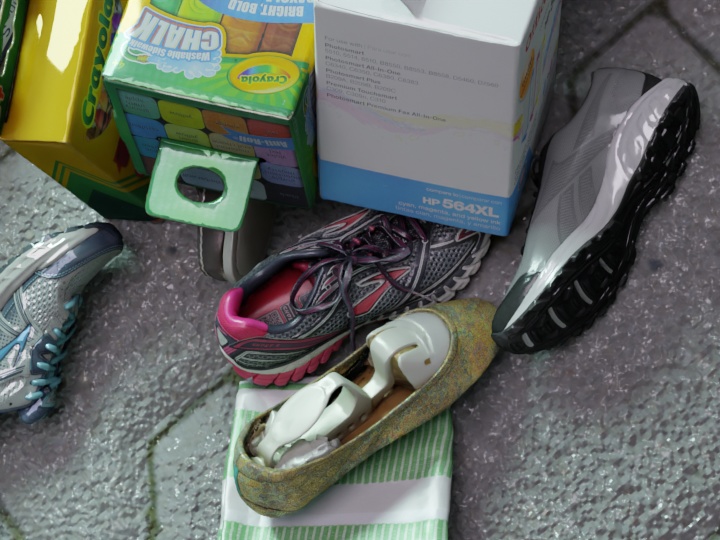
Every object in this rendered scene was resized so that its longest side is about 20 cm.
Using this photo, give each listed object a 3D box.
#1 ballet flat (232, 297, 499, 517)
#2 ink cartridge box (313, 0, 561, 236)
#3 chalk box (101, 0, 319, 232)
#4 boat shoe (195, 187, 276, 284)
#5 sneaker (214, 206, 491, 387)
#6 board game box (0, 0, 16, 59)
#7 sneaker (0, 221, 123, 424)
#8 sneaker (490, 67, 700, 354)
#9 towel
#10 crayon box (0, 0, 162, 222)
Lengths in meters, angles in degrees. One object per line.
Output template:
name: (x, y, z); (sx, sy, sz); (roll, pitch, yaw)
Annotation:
ballet flat: (0.004, 0.073, 1.342); (0.200, 0.071, 0.071); (-37, 67, -11)
ink cartridge box: (0.049, -0.140, 1.319); (0.125, 0.200, 0.129); (13, 55, 10)
chalk box: (-0.077, -0.123, 1.350); (0.124, 0.124, 0.201); (12, 67, 10)
boat shoe: (-0.087, -0.085, 1.442); (0.059, 0.072, 0.201); (0, 71, 15)
sneaker: (0.000, 0.000, 1.383); (0.200, 0.075, 0.081); (-36, 66, -7)
board game box: (-0.297, -0.142, 1.488); (0.034, 0.135, 0.201); (24, 83, 21)
sneaker: (-0.219, 0.052, 1.454); (0.200, 0.078, 0.086); (-44, 79, 9)
sneaker: (0.134, -0.037, 1.366); (0.079, 0.074, 0.201); (25, 77, 31)
towel: (-0.019, 0.150, 1.348); (0.152, 0.023, 0.201); (-4, 53, 15)
crayon box: (-0.172, -0.119, 1.407); (0.051, 0.200, 0.128); (4, 77, 18)
